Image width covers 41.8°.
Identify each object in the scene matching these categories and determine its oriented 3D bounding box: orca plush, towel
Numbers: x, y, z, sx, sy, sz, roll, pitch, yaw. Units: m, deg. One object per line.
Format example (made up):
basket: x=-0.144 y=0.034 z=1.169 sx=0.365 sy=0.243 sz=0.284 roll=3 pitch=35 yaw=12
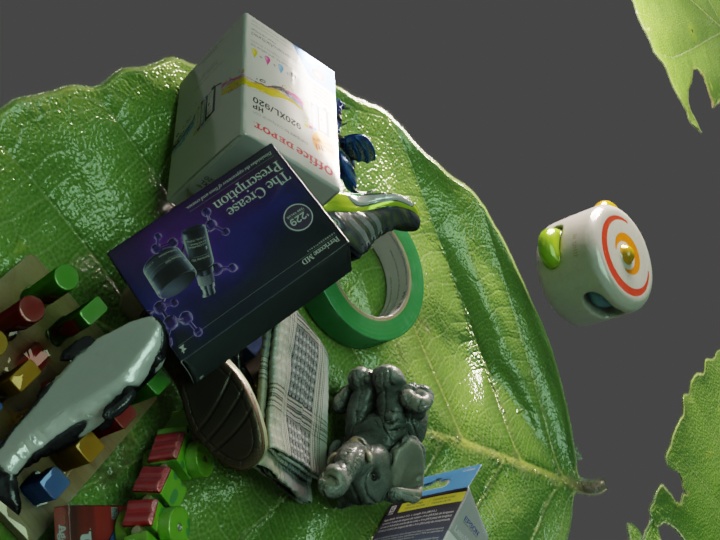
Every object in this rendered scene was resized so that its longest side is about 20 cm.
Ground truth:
orca plush: x=-0.240 y=0.132 z=0.842 sx=0.201 sy=0.104 sz=0.072 roll=-57 pitch=144 yaw=-28
towel: x=-0.072 y=0.151 z=1.068 sx=0.193 sy=0.034 sz=0.203 roll=62 pitch=29 yaw=-61

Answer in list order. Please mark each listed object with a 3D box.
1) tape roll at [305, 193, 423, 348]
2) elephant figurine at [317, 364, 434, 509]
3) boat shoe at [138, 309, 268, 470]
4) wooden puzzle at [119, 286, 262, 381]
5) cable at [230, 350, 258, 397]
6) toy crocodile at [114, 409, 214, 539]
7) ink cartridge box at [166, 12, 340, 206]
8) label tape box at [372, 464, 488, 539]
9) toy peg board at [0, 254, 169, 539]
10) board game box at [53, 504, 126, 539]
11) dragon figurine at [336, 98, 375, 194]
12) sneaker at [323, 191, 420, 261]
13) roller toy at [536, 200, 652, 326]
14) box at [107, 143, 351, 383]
tape roll: x=0.000 y=0.000 z=1.255 sx=0.198 sy=0.048 sz=0.204 roll=19 pitch=61 yaw=-38
elephant figurine: x=0.010 y=0.226 z=1.117 sx=0.154 sy=0.142 sz=0.202 roll=29 pitch=47 yaw=-14
boat shoe: x=-0.153 y=0.117 z=0.975 sx=0.201 sy=0.071 sz=0.076 roll=56 pitch=-2 yaw=18
wooden puzzle: x=-0.157 y=0.026 z=1.094 sx=0.186 sy=0.046 sz=0.201 roll=48 pitch=47 yaw=-19
cable: x=-0.145 y=0.111 z=1.047 sx=0.095 sy=0.050 sz=0.204 roll=-8 pitch=88 yaw=-15
toy crocodile: x=-0.198 y=0.214 z=0.939 sx=0.202 sy=0.066 sz=0.062 roll=-76 pitch=150 yaw=-46
ink cartridge box: x=-0.122 y=-0.158 z=1.105 sx=0.146 sy=0.144 sz=0.203 roll=27 pitch=43 yaw=-34
label tape box: x=0.074 y=0.334 z=1.120 sx=0.066 sy=0.142 sz=0.200 roll=51 pitch=46 yaw=-13
toy peg board: x=-0.297 y=0.107 z=0.889 sx=0.201 sy=0.097 sz=0.200 roll=52 pitch=45 yaw=-15
board game box: x=-0.244 y=0.322 z=0.872 sx=0.103 sy=0.019 sz=0.204 roll=36 pitch=44 yaw=-68
dragon figurine: x=-0.020 y=-0.148 z=1.246 sx=0.059 sy=0.098 sz=0.201 roll=-56 pitch=131 yaw=-22
sneaker: x=-0.003 y=-0.052 z=1.199 sx=0.197 sy=0.073 sz=0.083 roll=-2 pitch=80 yaw=-37
roller toy: x=0.398 y=-0.010 z=1.579 sx=0.199 sy=0.139 sz=0.185 roll=-25 pitch=91 yaw=-47
box: x=-0.127 y=-0.008 z=0.941 sx=0.199 sy=0.079 sz=0.142 roll=-36 pitch=73 yaw=-13
